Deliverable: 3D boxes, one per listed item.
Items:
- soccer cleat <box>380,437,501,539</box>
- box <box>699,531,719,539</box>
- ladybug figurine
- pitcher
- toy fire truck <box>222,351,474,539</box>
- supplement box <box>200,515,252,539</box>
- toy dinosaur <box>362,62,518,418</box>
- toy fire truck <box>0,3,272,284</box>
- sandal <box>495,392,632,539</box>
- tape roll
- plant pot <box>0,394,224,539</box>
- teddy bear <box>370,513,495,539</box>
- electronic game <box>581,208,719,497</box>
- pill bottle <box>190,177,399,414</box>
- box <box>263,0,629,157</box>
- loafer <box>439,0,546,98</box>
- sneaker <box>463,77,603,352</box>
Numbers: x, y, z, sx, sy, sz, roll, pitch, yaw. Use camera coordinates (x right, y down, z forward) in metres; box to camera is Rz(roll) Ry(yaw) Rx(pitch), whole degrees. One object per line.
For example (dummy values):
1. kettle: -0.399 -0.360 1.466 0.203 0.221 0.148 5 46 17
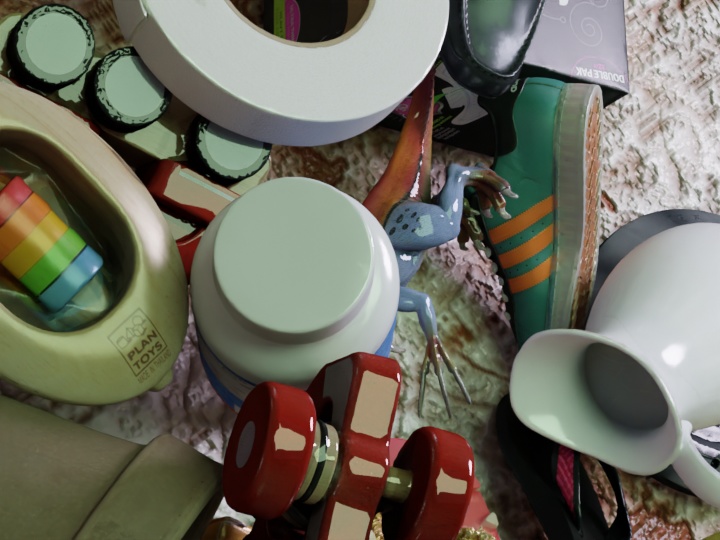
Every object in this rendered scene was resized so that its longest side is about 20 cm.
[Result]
1. soccer cleat: 0.068 0.185 1.550 0.200 0.076 0.067 43 51 8
2. box: 0.222 0.195 1.555 0.075 0.200 0.050 28 57 -23
3. ladybug figurine: -0.174 -0.009 1.356 0.200 0.072 0.136 49 63 -7
4. pitcher: 0.208 0.061 1.586 0.172 0.121 0.200 38 37 15
5. toy fire truck: -0.031 0.144 1.313 0.112 0.168 0.200 16 74 -19
6. supplement box: -0.084 0.237 1.399 0.066 0.069 0.200 25 69 -23
7. toy dinosaur: 0.000 0.000 1.552 0.181 0.105 0.200 -26 89 -29
8. toy fire truck: -0.160 -0.028 1.462 0.176 0.129 0.200 28 77 -15
9. sandal: 0.137 0.140 1.572 0.075 0.045 0.200 28 25 -34
10. tape roll: -0.046 -0.167 1.488 0.203 0.037 0.203 10 64 -22
11. plant pot: -0.189 0.141 1.326 0.175 0.200 0.200 32 54 2
12. teddy bear: 0.020 0.206 1.476 0.145 0.067 0.200 -20 84 7
13. electronic game: 0.228 0.054 1.720 0.200 0.042 0.200 9 67 -22
14. pill bottle: -0.035 0.016 1.403 0.112 0.200 0.112 1 75 -2
15. box: 0.052 -0.174 1.650 0.200 0.124 0.149 13 62 -30
16. loafer: 0.086 -0.198 1.558 0.068 0.070 0.201 22 60 -25
17. sneaker: 0.104 -0.025 1.628 0.071 0.080 0.200 -45 141 -64
